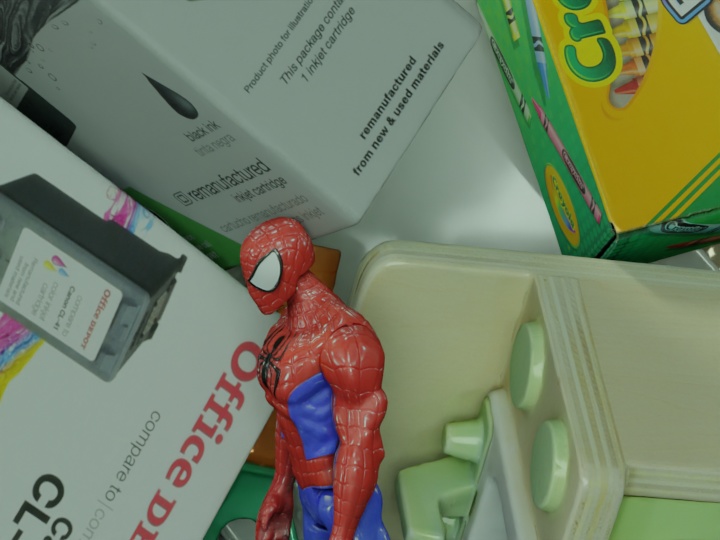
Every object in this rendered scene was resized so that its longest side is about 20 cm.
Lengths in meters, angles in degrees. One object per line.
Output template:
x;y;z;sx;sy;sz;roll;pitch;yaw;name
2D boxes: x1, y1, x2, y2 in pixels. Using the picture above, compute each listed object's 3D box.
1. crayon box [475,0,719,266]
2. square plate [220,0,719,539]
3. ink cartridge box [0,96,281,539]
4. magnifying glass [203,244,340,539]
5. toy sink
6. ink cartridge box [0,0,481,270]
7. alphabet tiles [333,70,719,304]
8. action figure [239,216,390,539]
0.102;-0.108;0.918;0.118;0.058;0.201;-15;76;-15;crayon box
0.000;0.000;0.957;0.200;0.028;0.198;-40;85;8;square plate
-0.136;0.026;0.847;0.200;0.085;0.148;37;72;-25;ink cartridge box
-0.040;0.089;0.935;0.079;0.022;0.201;12;89;-9;magnifying glass
0.090;0.081;0.867;0.199;0.112;0.131;7;126;-12;toy sink
-0.084;-0.096;0.841;0.200;0.146;0.084;39;68;-16;ink cartridge box
0.091;0.009;0.967;0.195;0.015;0.201;-31;89;7;alphabet tiles
-0.007;0.079;0.833;0.051;0.065;0.201;-14;106;-15;action figure
